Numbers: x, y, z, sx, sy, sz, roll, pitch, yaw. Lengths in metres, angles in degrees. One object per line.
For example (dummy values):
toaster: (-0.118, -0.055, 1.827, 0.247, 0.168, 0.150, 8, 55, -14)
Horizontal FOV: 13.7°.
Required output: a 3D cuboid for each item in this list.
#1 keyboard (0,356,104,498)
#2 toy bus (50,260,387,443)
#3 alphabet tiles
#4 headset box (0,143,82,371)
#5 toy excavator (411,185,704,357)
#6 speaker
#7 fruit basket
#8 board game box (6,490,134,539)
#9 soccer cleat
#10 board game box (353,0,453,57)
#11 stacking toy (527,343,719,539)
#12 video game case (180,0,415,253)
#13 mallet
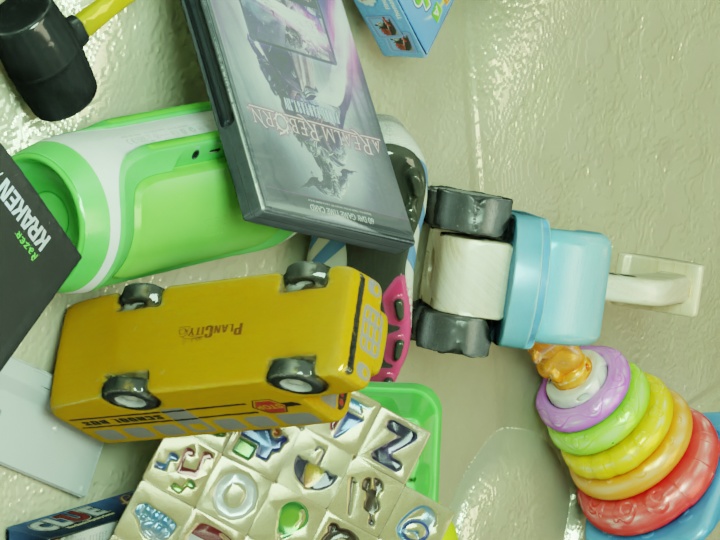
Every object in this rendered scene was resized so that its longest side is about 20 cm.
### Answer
keyboard: (-0.199, 0.070, 1.597, 0.200, 0.011, 0.056, 30, 80, -52)
toy bus: (-0.072, 0.046, 1.588, 0.078, 0.200, 0.065, 37, 54, -48)
alphabet tiles: (-0.049, 0.154, 1.654, 0.166, 0.006, 0.200, 29, 82, -9)
headset box: (-0.256, 0.006, 1.425, 0.200, 0.093, 0.174, -56, 134, -27)
toy excavator: (0.130, 0.009, 1.889, 0.194, 0.200, 0.100, -142, -119, -83)
speaker: (-0.108, -0.041, 1.622, 0.200, 0.088, 0.088, -14, 110, -50)
fruit basket: (-0.012, 0.165, 1.766, 0.216, 0.155, 0.216, -177, -90, -85)
board game box: (-0.142, 0.230, 1.690, 0.135, 0.035, 0.200, -12, 109, -51)
soccer cleat: (0.000, 0.000, 1.791, 0.070, 0.086, 0.200, 10, 115, -11)
board game box: (0.017, -0.247, 1.756, 0.200, 0.037, 0.151, 59, 45, -41)
stacking toy: (0.162, 0.093, 2.015, 0.200, 0.110, 0.116, 49, 50, -34)
video game case: (-0.042, -0.110, 1.657, 0.143, 0.019, 0.200, 12, 55, -54)
mallet: (-0.106, -0.152, 1.591, 0.200, 0.041, 0.066, -34, 129, -22)
